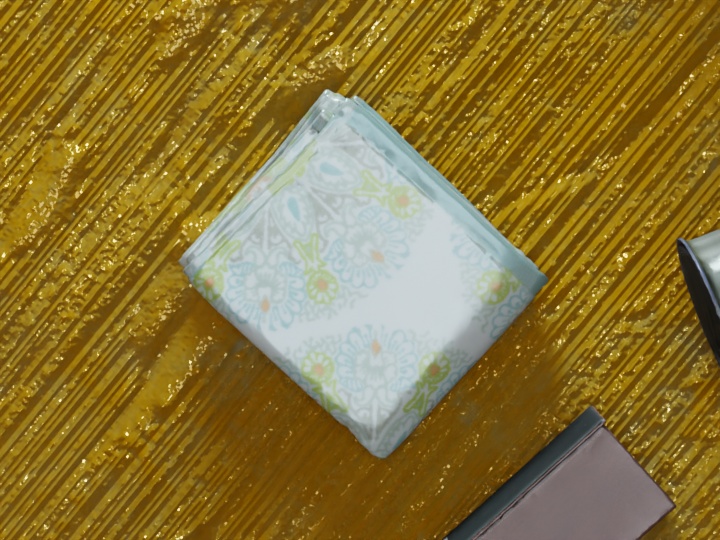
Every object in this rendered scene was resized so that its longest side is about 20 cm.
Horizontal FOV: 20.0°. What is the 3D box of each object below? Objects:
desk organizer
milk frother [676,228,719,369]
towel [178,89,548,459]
[{"bbox_3d":[0.110,0.189,1.371,0.200,0.072,0.077,-42,93,2],"label":"desk organizer"},{"bbox_3d":[0.297,-0.048,1.343,0.188,0.181,0.200,-21,48,1],"label":"milk frother"},{"bbox_3d":[0.000,0.000,1.381,0.200,0.048,0.171,43,95,0],"label":"towel"}]
